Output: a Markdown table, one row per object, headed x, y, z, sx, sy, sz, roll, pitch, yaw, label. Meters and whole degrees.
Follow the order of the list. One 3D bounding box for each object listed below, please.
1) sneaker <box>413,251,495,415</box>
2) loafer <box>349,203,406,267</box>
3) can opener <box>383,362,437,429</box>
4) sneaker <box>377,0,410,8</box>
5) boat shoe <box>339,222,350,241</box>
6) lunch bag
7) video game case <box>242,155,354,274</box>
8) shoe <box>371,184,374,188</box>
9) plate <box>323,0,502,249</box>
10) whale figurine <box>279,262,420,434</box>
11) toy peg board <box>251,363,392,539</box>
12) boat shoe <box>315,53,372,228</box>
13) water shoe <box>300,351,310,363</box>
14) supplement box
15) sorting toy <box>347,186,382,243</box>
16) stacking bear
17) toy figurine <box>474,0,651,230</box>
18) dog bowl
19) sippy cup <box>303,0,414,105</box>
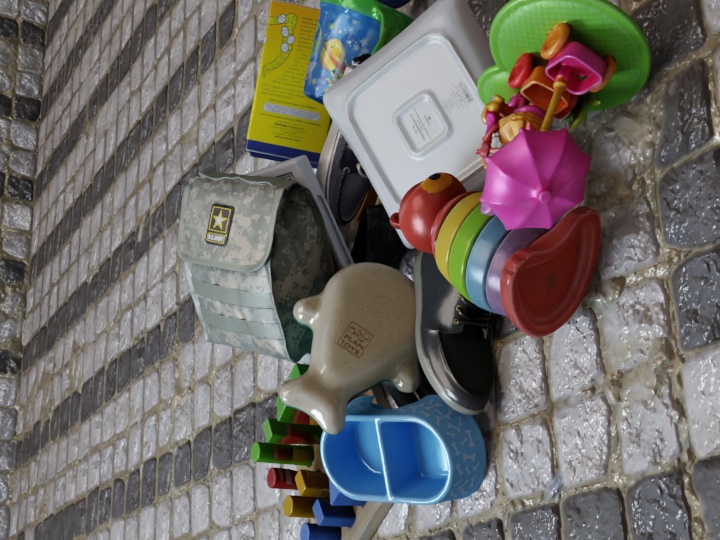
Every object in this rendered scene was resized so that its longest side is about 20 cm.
| x | y | z | sx | sy | sz | roll | pitch | yaw | label |
| --- | --- | --- | --- | --- | --- | --- | --- | --- | --- |
| 0.110 | 0.039 | 1.144 | 0.106 | 0.074 | 0.202 | -45 | 44 | 43 | sneaker |
| 0.000 | 0.000 | 1.355 | 0.068 | 0.069 | 0.202 | -113 | 37 | -46 | loafer |
| 0.044 | 0.119 | 1.283 | 0.200 | 0.053 | 0.067 | -124 | 15 | -50 | can opener |
| 0.084 | -0.362 | 1.308 | 0.201 | 0.080 | 0.148 | -52 | 35 | 32 | sneaker |
| -0.086 | -0.029 | 1.397 | 0.199 | 0.056 | 0.069 | -25 | 45 | 50 | boat shoe |
| -0.120 | -0.014 | 1.266 | 0.163 | 0.117 | 0.203 | 9 | 121 | 42 | lunch bag |
| -0.091 | -0.033 | 1.335 | 0.199 | 0.023 | 0.184 | -10 | 108 | 50 | video game case |
| 0.048 | -0.117 | 1.298 | 0.200 | 0.053 | 0.071 | 38 | 109 | 49 | shoe |
| 0.070 | -0.154 | 1.169 | 0.199 | 0.032 | 0.201 | -34 | 82 | 28 | plate |
| -0.008 | 0.089 | 1.201 | 0.201 | 0.158 | 0.104 | -55 | -7 | -29 | whale figurine |
| -0.048 | 0.227 | 1.350 | 0.201 | 0.097 | 0.200 | -62 | 33 | 30 | toy peg board |
| 0.013 | -0.132 | 1.253 | 0.092 | 0.074 | 0.203 | 25 | 114 | 34 | boat shoe |
| -0.065 | 0.020 | 1.433 | 0.079 | 0.070 | 0.202 | 106 | 167 | -52 | water shoe |
| -0.086 | -0.249 | 1.523 | 0.109 | 0.108 | 0.203 | -161 | 81 | -87 | supplement box |
| 0.000 | -0.139 | 1.440 | 0.185 | 0.036 | 0.203 | 39 | 116 | 58 | sorting toy |
| 0.115 | -0.030 | 1.067 | 0.199 | 0.121 | 0.115 | 33 | 147 | 40 | stacking bear |
| 0.148 | -0.116 | 0.989 | 0.200 | 0.149 | 0.186 | -33 | 31 | 57 | toy figurine |
| 0.037 | 0.192 | 1.178 | 0.198 | 0.049 | 0.113 | -6 | 96 | 42 | dog bowl |
| -0.005 | -0.258 | 1.368 | 0.132 | 0.138 | 0.178 | -69 | -14 | 4 | sippy cup |
